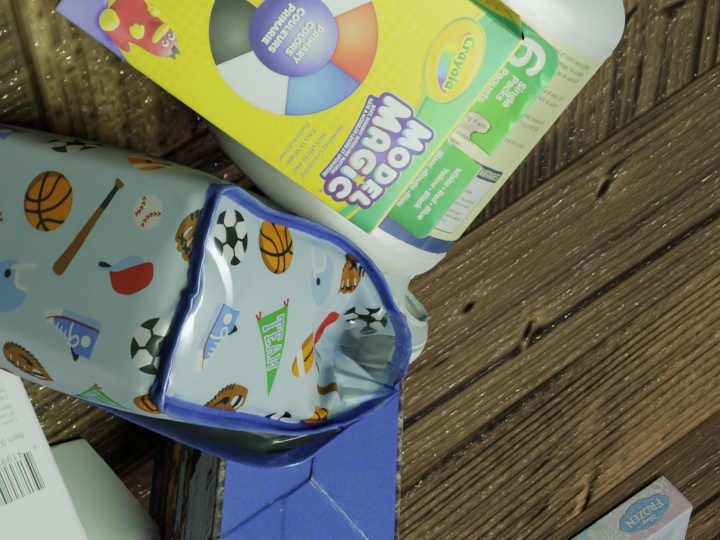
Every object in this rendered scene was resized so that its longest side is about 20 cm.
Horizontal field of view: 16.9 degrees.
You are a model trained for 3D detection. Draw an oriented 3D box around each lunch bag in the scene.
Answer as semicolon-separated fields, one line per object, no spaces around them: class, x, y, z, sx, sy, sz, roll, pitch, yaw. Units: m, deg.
lunch bag;-0.089;0.014;1.130;0.200;0.170;0.124;17;91;-60

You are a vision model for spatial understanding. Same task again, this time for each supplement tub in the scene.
supplement tub;0.035;-0.113;1.169;0.200;0.145;0.145;-51;152;14

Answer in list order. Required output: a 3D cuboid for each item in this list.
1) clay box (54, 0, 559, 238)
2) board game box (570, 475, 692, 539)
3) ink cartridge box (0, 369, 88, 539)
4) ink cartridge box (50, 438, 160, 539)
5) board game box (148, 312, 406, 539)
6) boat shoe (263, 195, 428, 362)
clay box;-0.019;-0.105;1.070;0.115;0.200;0.048;-52;-171;16
board game box;0.181;0.286;2.033;0.200;0.043;0.199;-31;151;-22
ink cartridge box;-0.205;0.157;1.159;0.145;0.200;0.083;-21;178;-36
ink cartridge box;-0.223;0.185;1.308;0.200;0.088;0.145;-11;139;-44
board game box;-0.051;0.129;1.316;0.097;0.159;0.200;11;146;-12
boat shoe;-0.001;-0.001;1.360;0.072;0.070;0.201;-42;150;10
